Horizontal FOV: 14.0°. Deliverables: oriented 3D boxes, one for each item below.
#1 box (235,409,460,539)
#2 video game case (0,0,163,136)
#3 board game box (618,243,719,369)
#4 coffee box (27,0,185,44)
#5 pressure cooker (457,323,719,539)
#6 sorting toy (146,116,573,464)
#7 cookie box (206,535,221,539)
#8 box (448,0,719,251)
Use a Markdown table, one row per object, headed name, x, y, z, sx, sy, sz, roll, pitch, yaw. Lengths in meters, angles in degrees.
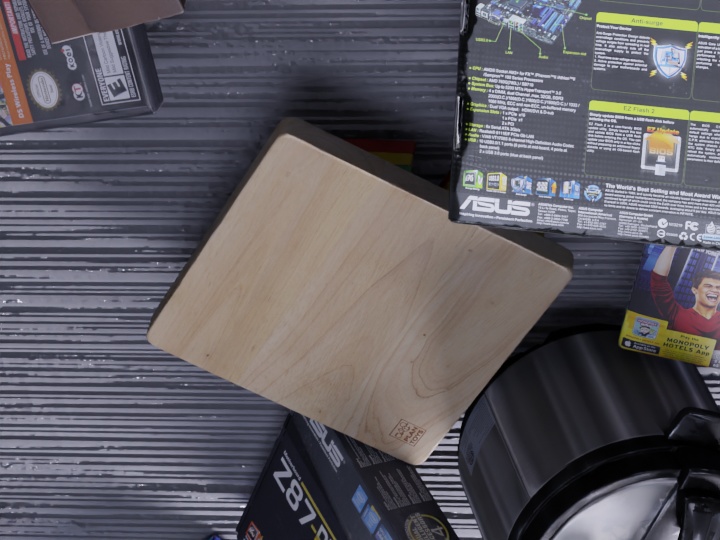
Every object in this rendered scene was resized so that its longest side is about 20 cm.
| name | x | y | z | sx | sy | sz | roll | pitch | yaw |
| --- | --- | --- | --- | --- | --- | --- | --- | --- | --- |
| box | 0.002 | 0.193 | 1.900 | 0.049 | 0.200 | 0.161 | -10 | 143 | -34 |
| video game case | -0.223 | -0.173 | 1.677 | 0.180 | 0.026 | 0.201 | -7 | 114 | 15 |
| board game box | 0.272 | -0.024 | 1.744 | 0.199 | 0.062 | 0.200 | 12 | 130 | 1 |
| coffee box | -0.132 | -0.227 | 1.531 | 0.079 | 0.200 | 0.113 | -12 | 129 | 19 |
| pressure cooker | 0.159 | 0.153 | 1.803 | 0.178 | 0.200 | 0.176 | -22 | 125 | 0 |
| sorting toy | 0.000 | 0.000 | 1.803 | 0.198 | 0.070 | 0.200 | 25 | 131 | -13 |
| cookie box | -0.118 | 0.299 | 2.086 | 0.200 | 0.075 | 0.171 | -34 | 118 | 32 |
| box | 0.153 | -0.112 | 1.652 | 0.199 | 0.048 | 0.194 | 5 | 111 | 8 |
